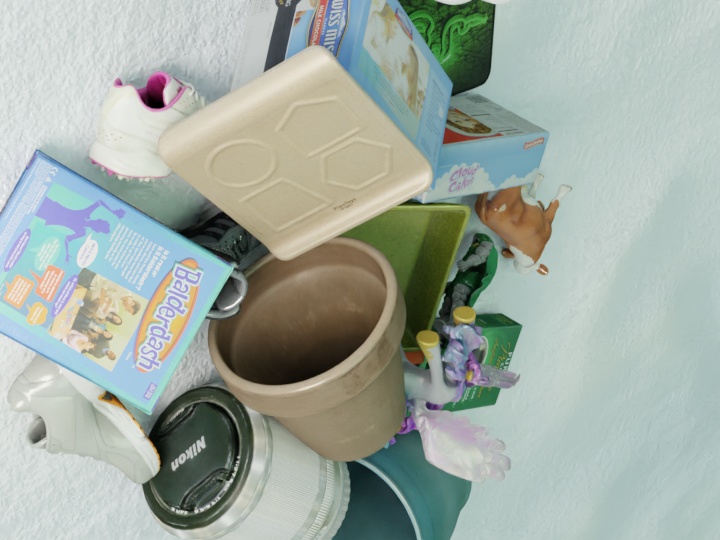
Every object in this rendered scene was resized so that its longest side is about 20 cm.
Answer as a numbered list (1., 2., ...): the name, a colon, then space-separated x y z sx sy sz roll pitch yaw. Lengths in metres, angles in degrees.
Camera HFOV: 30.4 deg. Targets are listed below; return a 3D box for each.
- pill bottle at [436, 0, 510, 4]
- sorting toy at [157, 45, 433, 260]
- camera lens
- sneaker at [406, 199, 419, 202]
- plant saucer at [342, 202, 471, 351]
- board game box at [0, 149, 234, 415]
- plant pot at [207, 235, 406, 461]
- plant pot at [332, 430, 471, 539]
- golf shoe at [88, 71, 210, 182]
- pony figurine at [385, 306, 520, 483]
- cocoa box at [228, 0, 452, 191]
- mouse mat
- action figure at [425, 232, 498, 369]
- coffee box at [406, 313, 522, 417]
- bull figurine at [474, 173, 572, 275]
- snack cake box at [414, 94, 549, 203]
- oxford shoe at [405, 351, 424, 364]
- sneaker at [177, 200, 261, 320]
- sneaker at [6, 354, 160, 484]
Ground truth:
1. pill bottle: 0.068 -0.318 1.257 0.111 0.199 0.113 -26 131 -35
2. sorting toy: -0.056 -0.104 1.197 0.184 0.037 0.200 -26 138 19
3. camera lens: -0.121 0.217 1.398 0.200 0.159 0.161 33 86 -52
4. sneaker: 0.046 -0.024 1.513 0.199 0.073 0.117 12 100 -52
5. plant saucer: 0.000 0.000 1.434 0.197 0.048 0.202 -2 127 -26
6. board game box: -0.233 0.011 1.159 0.199 0.045 0.153 31 88 -17
7. plant pot: -0.030 0.095 1.321 0.200 0.199 0.176 -45 134 -20
8. plant pot: 0.037 0.275 1.600 0.187 0.198 0.203 -28 132 -51
9. golf shoe: -0.156 -0.136 1.219 0.199 0.075 0.093 -12 117 -46
10. pony figurine: 0.081 0.127 1.463 0.168 0.190 0.202 -75 170 -46
11. cocoa box: -0.012 -0.175 1.276 0.200 0.130 0.135 47 48 -51
12. mouse mat: 0.084 -0.259 1.468 0.199 0.007 0.163 -25 129 -36
13. action figure: 0.124 0.020 1.599 0.118 0.054 0.201 -52 -174 43
14. coffee box: 0.121 0.121 1.708 0.199 0.044 0.125 -4 115 -47
15. bull figurine: 0.206 -0.072 1.672 0.200 0.065 0.123 36 76 -58
16. snack cake box: 0.103 -0.138 1.468 0.199 0.115 0.068 -13 128 -44
17. oxford shoe: -0.010 0.079 1.535 0.198 0.071 0.074 0 84 -45
18. sneaker: -0.131 -0.010 1.286 0.199 0.113 0.076 -26 130 -37
19. sneaker: -0.270 0.150 1.273 0.092 0.076 0.201 -41 130 -13
